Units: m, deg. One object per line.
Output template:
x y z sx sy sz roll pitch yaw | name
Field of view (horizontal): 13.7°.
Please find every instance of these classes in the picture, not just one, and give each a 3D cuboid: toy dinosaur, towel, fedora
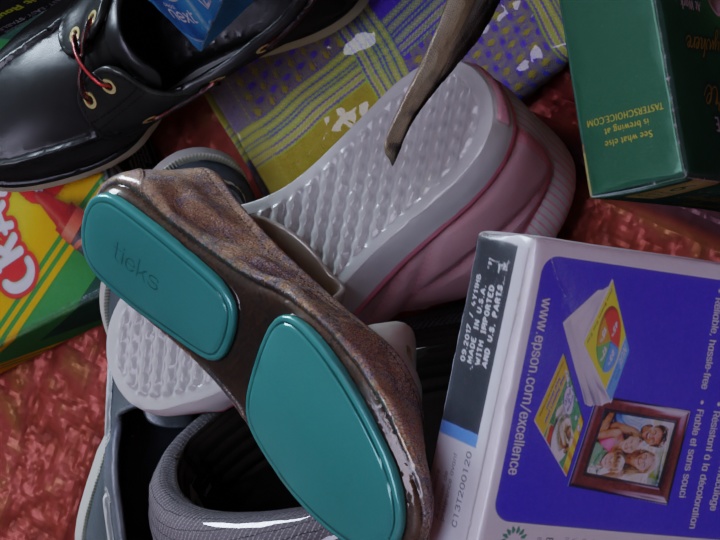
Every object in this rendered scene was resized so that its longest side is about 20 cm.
0.045 -0.139 1.111 0.047 0.200 0.088 -2 132 42 | toy dinosaur
0.013 -0.112 1.228 0.200 0.023 0.144 -37 71 26 | towel
0.019 0.088 1.163 0.200 0.177 0.090 -19 110 13 | fedora

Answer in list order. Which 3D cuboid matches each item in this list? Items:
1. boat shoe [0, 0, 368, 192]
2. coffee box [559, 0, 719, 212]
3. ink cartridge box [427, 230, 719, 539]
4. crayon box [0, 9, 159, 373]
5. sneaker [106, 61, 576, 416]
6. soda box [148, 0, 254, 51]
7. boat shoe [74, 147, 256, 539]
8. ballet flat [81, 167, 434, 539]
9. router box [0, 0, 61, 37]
-0.092 -0.095 1.224 0.201 0.063 0.074 -26 77 19 | boat shoe
0.111 -0.123 1.112 0.044 0.123 0.200 -13 84 29 | coffee box
0.113 0.093 1.084 0.043 0.200 0.199 20 99 59 | ink cartridge box
-0.179 -0.016 1.326 0.200 0.051 0.127 -27 76 28 | crayon box
0.000 0.000 1.180 0.200 0.105 0.075 -37 61 20 | sneaker
-0.011 -0.179 1.145 0.064 0.068 0.200 44 74 1 | soda box
-0.073 0.051 1.239 0.062 0.073 0.200 -139 58 -64 | boat shoe
-0.021 0.025 1.086 0.200 0.067 0.068 47 131 29 | ballet flat
-0.111 -0.204 1.268 0.200 0.062 0.150 -24 69 28 | router box
